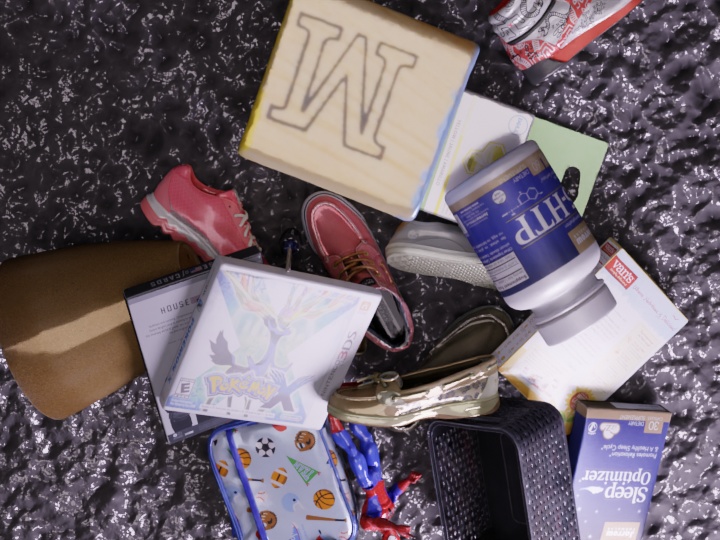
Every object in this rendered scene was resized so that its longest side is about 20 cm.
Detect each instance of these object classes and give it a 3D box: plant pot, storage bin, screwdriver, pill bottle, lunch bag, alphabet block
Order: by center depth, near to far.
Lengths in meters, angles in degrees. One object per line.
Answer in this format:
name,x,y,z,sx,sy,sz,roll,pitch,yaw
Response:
alphabet block,-0.005,-0.188,1.362,0.198,0.195,0.199,20,98,-5
pill bottle,0.189,-0.027,1.371,0.119,0.120,0.201,-32,92,5
screwdriver,-0.081,-0.022,1.387,0.029,0.200,0.028,41,98,-4
plant pot,-0.270,0.043,1.396,0.198,0.187,0.189,-19,101,8
storage bin,0.167,0.257,1.464,0.134,0.093,0.203,1,105,45
lunch bag,-0.093,0.256,1.506,0.158,0.076,0.203,-16,99,5

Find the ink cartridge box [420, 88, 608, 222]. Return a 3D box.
ink cartridge box,0.172,-0.111,1.451,0.198,0.048,0.147,19,99,-2

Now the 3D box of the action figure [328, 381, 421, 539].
action figure,0.027,0.232,1.460,0.098,0.065,0.202,-3,109,42

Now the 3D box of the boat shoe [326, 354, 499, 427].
boat shoe,0.058,0.131,1.413,0.197,0.073,0.064,-5,105,-14

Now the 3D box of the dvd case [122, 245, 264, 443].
dvd case,-0.160,0.082,1.359,0.149,0.025,0.202,-19,126,-14

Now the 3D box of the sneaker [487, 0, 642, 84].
sneaker,0.237,-0.310,1.403,0.201,0.067,0.108,-39,101,9

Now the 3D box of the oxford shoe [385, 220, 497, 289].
oxford shoe,0.127,-0.020,1.461,0.197,0.075,0.058,12,65,-4

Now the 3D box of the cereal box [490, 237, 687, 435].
cereal box,0.265,0.079,1.471,0.200,0.040,0.144,-44,118,6

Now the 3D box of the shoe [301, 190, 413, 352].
shoe,0.000,0.000,1.445,0.071,0.091,0.201,-31,100,0

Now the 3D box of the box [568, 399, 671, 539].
box,0.294,0.256,1.509,0.120,0.032,0.203,5,104,-22

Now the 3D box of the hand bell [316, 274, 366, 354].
hand bell,-0.100,0.102,1.482,0.199,0.104,0.105,-34,99,19

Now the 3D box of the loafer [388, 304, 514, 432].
loafer,0.103,0.124,1.482,0.075,0.070,0.200,44,98,-8

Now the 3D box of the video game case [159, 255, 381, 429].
video game case,-0.096,0.083,1.360,0.198,0.022,0.184,12,114,-30

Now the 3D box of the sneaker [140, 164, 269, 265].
sneaker,-0.153,-0.045,1.447,0.199,0.074,0.087,36,97,-7
